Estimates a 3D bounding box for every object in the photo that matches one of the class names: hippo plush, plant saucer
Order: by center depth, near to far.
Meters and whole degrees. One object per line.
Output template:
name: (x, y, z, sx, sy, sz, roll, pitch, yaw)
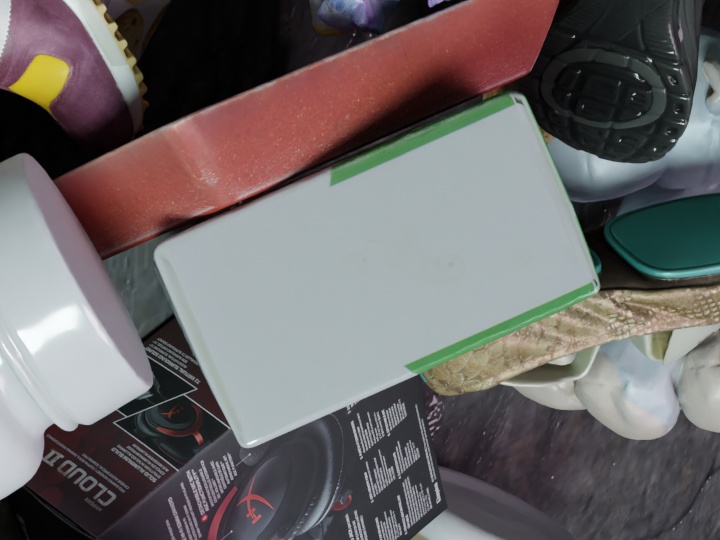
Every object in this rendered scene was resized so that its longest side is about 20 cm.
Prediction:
plant saucer: (-0.039, -0.049, 1.127, 0.200, 0.199, 0.037, -26, 94, -36)
hippo plush: (0.154, -0.025, 1.372, 0.200, 0.159, 0.161, -11, 118, -2)

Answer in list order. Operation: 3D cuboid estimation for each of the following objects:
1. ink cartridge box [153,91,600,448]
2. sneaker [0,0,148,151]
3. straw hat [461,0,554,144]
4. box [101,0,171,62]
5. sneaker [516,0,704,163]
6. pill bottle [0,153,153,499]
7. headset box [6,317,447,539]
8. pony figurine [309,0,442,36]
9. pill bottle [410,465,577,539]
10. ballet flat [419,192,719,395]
ink cartridge box: (0.000, 0.000, 1.129, 0.146, 0.083, 0.200, -24, -178, -3)
sneaker: (-0.156, -0.101, 1.035, 0.090, 0.075, 0.200, -42, 125, -8)
straw hat: (0.066, -0.151, 1.244, 0.201, 0.085, 0.201, -50, 158, -30)
box: (-0.073, -0.158, 1.124, 0.041, 0.039, 0.200, 25, 96, -53)
sneaker: (0.117, -0.123, 1.178, 0.200, 0.076, 0.091, 100, 16, -52)
pill bottle: (-0.182, 0.047, 1.027, 0.200, 0.113, 0.113, -29, 141, 3)
headset box: (-0.065, 0.101, 1.290, 0.200, 0.075, 0.149, -40, 139, -24)
pony figurine: (-0.009, -0.187, 1.046, 0.193, 0.166, 0.200, -55, 137, -41)
pill bottle: (0.022, 0.204, 1.432, 0.116, 0.116, 0.200, 13, 105, -52)
ballet flat: (0.110, 0.013, 1.289, 0.200, 0.071, 0.065, -9, 123, -15)
